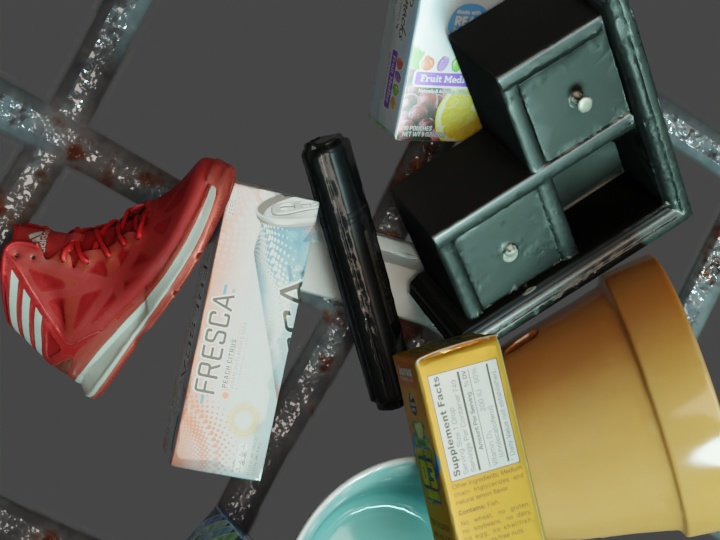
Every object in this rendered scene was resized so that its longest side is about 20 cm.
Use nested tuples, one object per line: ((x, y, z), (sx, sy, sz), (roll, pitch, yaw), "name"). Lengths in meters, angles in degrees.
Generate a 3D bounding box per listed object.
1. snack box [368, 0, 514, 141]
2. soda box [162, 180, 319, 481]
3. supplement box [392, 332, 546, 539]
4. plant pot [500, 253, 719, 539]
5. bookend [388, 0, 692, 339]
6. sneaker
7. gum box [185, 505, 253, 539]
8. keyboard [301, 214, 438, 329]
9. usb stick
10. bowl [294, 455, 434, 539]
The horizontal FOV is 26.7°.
((0.092, -0.192, 1.066), (0.140, 0.053, 0.202), (-2, 117, -26), "snack box")
((-0.085, 0.041, 1.068), (0.067, 0.064, 0.203), (11, 93, -14), "soda box")
((0.078, 0.146, 1.014), (0.068, 0.066, 0.203), (-11, 91, -14), "supplement box")
((0.175, 0.105, 1.086), (0.138, 0.200, 0.203), (-18, 96, 3), "plant pot")
((0.104, -0.080, 1.045), (0.197, 0.092, 0.201), (-31, 128, -6), "bookend")
((-0.174, -0.014, 1.014), (0.115, 0.079, 0.201), (33, 111, -8), "sneaker")
((-0.139, 0.258, 1.013), (0.200, 0.170, 0.045), (-46, 101, -8), "gum box")
((-0.002, -0.003, 1.123), (0.197, 0.011, 0.057), (16, 93, -14), "keyboard")
((0.000, 0.000, 1.092), (0.032, 0.055, 0.203), (-13, 101, 17), "usb stick")
((0.025, 0.230, 1.083), (0.198, 0.105, 0.204), (1, 88, -17), "bowl")
